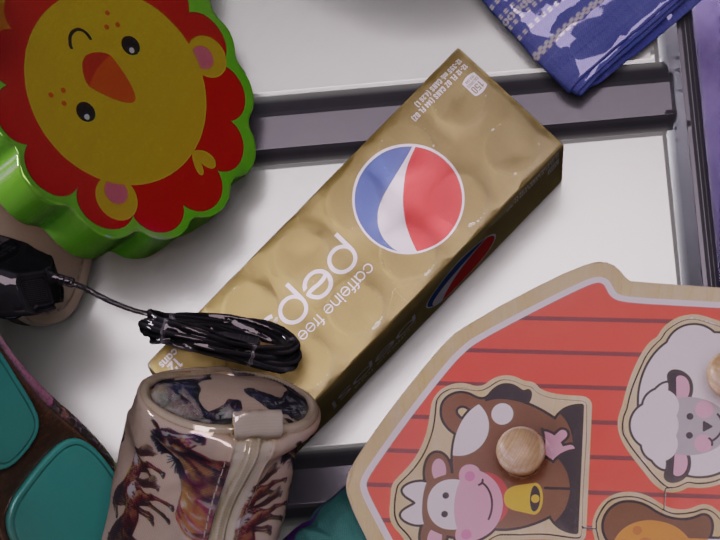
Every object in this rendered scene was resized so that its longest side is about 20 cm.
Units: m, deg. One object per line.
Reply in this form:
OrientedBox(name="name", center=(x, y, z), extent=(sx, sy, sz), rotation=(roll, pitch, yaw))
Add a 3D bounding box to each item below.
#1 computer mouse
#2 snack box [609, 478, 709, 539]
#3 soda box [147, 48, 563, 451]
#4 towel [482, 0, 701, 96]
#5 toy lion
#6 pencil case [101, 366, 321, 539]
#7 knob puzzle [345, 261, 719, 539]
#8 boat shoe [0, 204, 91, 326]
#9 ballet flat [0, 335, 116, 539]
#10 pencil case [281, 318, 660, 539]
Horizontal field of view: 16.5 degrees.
OrientedBox(name="computer mouse", center=(-0.123, 0.018, 1.063), extent=(0.199, 0.059, 0.034), rotation=(16, 103, 9))
OrientedBox(name="snack box", center=(0.084, 0.180, 1.045), extent=(0.200, 0.037, 0.116), rotation=(-35, 117, -4))
OrientedBox(name="soda box", center=(0.000, 0.000, 1.108), extent=(0.068, 0.064, 0.200), rotation=(43, 84, 11))
OrientedBox(name="towel", center=(0.091, -0.195, 1.169), extent=(0.145, 0.024, 0.200), rotation=(-40, 76, -3))
OrientedBox(name="toy lion", center=(-0.123, -0.111, 1.116), extent=(0.191, 0.069, 0.201), rotation=(35, 53, -19))
OrientedBox(name="pencil case", center=(-0.074, 0.135, 1.036), extent=(0.077, 0.089, 0.201), rotation=(5, 109, -29))
OrientedBox(name="knob puzzle", center=(0.091, 0.089, 1.003), extent=(0.218, 0.030, 0.221), rotation=(-3, 71, 8))
OrientedBox(name="boat shoe", center=(-0.180, -0.065, 1.149), extent=(0.063, 0.072, 0.201), rotation=(-24, 80, 43))
OrientedBox(name="ballet flat", center=(-0.158, 0.080, 1.077), extent=(0.071, 0.200, 0.069), rotation=(11, 53, 48))
OrientedBox(name="pencil case", center=(0.061, 0.095, 1.072), extent=(0.200, 0.085, 0.093), rotation=(-38, 109, -4))
